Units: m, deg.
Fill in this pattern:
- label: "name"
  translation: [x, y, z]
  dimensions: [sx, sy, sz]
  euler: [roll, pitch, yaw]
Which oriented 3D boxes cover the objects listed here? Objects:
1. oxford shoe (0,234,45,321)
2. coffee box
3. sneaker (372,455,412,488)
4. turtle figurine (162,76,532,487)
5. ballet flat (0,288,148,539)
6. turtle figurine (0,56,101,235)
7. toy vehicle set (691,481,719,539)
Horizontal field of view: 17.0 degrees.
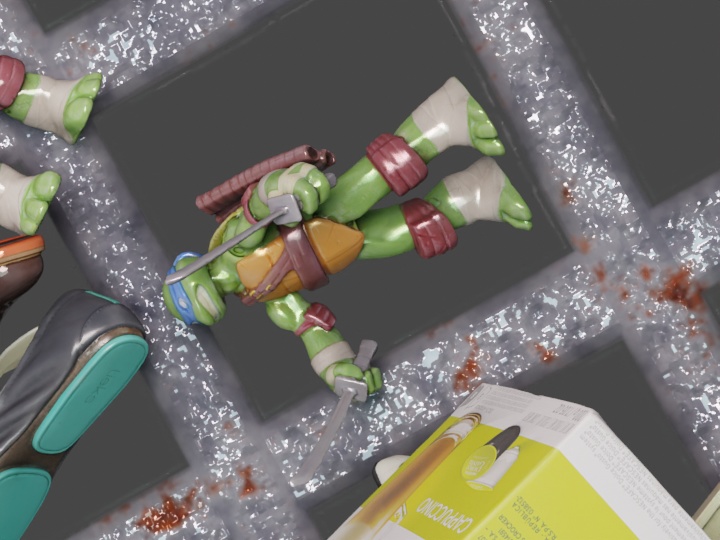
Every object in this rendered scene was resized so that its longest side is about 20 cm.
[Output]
- label: "oxford shoe"
  translation: [-0.217, 0.040, 1.283]
  dimensions: [0.200, 0.071, 0.073]
  euler: [-35, 78, 48]
- label: "coffee box"
  translation: [0.081, 0.198, 1.173]
  dimensions: [0.198, 0.200, 0.200]
  euler: [-44, 98, -8]
- label: "sneaker"
  translation: [0.004, 0.195, 1.309]
  dimensions: [0.088, 0.076, 0.200]
  euler: [26, 83, 11]
- label: "turtle figurine"
  translation: [0.000, 0.000, 1.259]
  dimensions: [0.194, 0.200, 0.144]
  euler: [-31, 103, -4]
- label: "ballet flat"
  translation: [-0.193, 0.092, 1.328]
  dimensions: [0.073, 0.073, 0.200]
  euler: [37, 99, 4]
- label: "turtle figurine"
  translation: [-0.238, -0.109, 1.269]
  dimensions: [0.194, 0.144, 0.200]
  euler: [23, 122, -9]
- label: "toy vehicle set"
  translation: [0.200, 0.213, 1.307]
  dimensions: [0.124, 0.027, 0.200]
  euler: [37, 93, 4]
